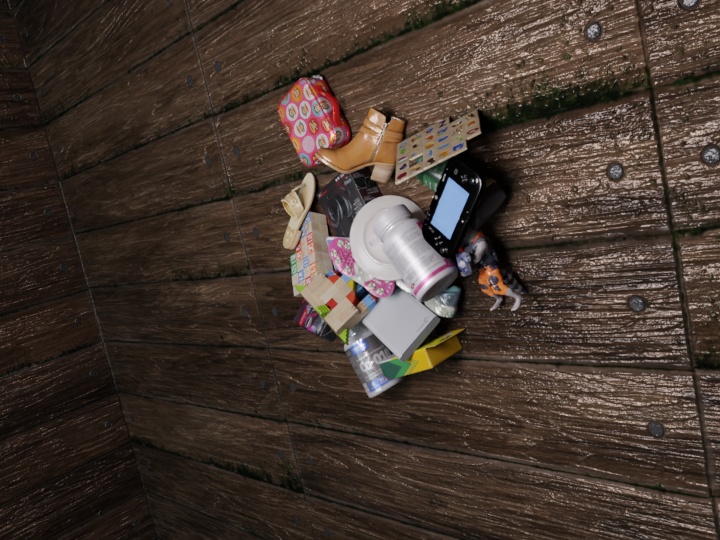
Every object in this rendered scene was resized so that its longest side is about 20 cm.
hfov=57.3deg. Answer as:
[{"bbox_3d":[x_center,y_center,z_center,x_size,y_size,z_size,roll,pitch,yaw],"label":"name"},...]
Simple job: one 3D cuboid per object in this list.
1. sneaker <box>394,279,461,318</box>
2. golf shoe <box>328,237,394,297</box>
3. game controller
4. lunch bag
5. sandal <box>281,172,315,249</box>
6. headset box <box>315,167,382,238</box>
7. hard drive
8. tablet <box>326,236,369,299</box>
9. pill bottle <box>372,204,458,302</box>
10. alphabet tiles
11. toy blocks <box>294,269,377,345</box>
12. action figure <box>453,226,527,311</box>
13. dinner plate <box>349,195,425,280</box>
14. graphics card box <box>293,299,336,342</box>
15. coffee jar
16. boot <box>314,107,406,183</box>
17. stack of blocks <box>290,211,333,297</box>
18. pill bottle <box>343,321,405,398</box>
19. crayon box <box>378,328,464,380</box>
[{"bbox_3d":[0.161,0.027,1.571,0.199,0.077,0.088,34,109,29],"label":"sneaker"},{"bbox_3d":[0.000,0.000,1.618,0.200,0.092,0.075,42,86,12],"label":"golf shoe"},{"bbox_3d":[0.186,-0.127,1.342,0.104,0.042,0.202,40,128,28],"label":"game controller"},{"bbox_3d":[-0.114,-0.386,1.678,0.176,0.081,0.203,-35,79,45],"label":"lunch bag"},{"bbox_3d":[-0.184,-0.168,1.773,0.077,0.069,0.216,19,93,54],"label":"sandal"},{"bbox_3d":[-0.009,-0.144,1.663,0.148,0.076,0.203,-32,79,46],"label":"headset box"},{"bbox_3d":[0.089,0.117,1.591,0.132,0.027,0.200,-49,40,-1],"label":"hard drive"},{"bbox_3d":[-0.009,-0.002,1.685,0.128,0.014,0.202,6,132,25],"label":"tablet"},{"bbox_3d":[0.119,-0.042,1.469,0.201,0.112,0.114,55,135,19],"label":"pill bottle"},{"bbox_3d":[0.161,-0.269,1.386,0.197,0.169,0.008,-24,123,22],"label":"alphabet tiles"},{"bbox_3d":[-0.051,0.066,1.649,0.200,0.136,0.100,43,172,29],"label":"toy blocks"},{"bbox_3d":[0.266,-0.010,1.424,0.196,0.104,0.200,59,-179,-5],"label":"action figure"},{"bbox_3d":[0.069,-0.079,1.557,0.196,0.024,0.205,-1,84,11],"label":"dinner plate"},{"bbox_3d":[-0.104,0.111,1.784,0.199,0.050,0.127,18,80,61],"label":"graphics card box"},{"bbox_3d":[0.212,-0.184,1.403,0.200,0.104,0.086,47,168,23],"label":"coffee jar"},{"bbox_3d":[0.003,-0.302,1.538,0.196,0.077,0.158,16,115,-3],"label":"boot"},{"bbox_3d":[-0.137,-0.041,1.791,0.114,0.058,0.204,-28,62,45],"label":"stack of blocks"},{"bbox_3d":[0.025,0.220,1.732,0.114,0.113,0.202,-38,77,45],"label":"pill bottle"},{"bbox_3d":[0.154,0.202,1.586,0.199,0.126,0.052,-27,86,47],"label":"crayon box"}]
